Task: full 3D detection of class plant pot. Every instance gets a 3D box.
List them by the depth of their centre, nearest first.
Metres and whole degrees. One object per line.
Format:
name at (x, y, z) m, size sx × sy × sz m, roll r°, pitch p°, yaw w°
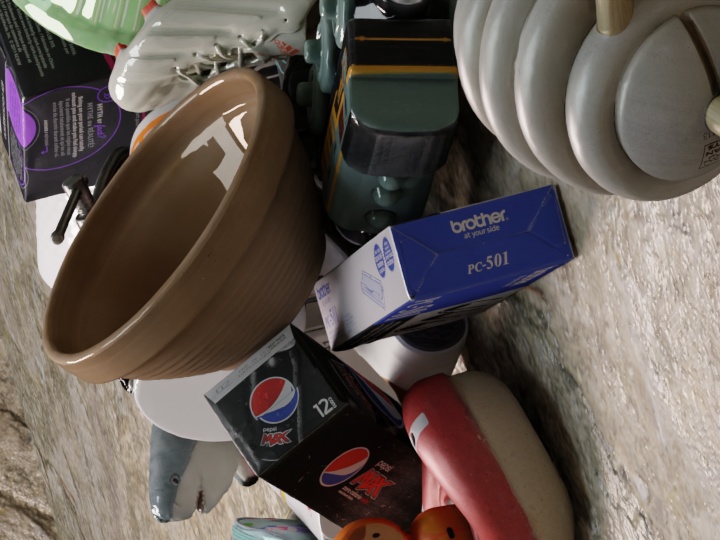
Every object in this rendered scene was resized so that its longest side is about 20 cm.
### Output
plant pot at (-0.085, -0.008, 1.675) m, size 0.093 × 0.201 × 0.201 m, roll 37°, pitch 179°, yaw -21°

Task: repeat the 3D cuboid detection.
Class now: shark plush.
shark plush at (-0.126, 0.068, 1.994) m, size 0.091 × 0.083 × 0.201 m, roll 121°, pitch 133°, yaw -74°

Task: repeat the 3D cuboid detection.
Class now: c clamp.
c clamp at (-0.138, 0.009, 1.892) m, size 0.201 × 0.027 × 0.171 m, roll 60°, pitch -157°, yaw -28°

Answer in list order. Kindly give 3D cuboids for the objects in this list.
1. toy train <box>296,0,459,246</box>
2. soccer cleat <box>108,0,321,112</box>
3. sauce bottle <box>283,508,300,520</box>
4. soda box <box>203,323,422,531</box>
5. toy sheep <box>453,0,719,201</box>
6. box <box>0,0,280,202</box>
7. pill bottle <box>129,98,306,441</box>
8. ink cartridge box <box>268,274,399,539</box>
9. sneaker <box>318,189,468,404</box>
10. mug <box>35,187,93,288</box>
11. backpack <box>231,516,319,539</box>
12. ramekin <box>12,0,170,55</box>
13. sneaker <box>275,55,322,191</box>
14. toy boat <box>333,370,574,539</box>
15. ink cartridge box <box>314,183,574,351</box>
toy train at (0.012, -0.089, 1.617) m, size 0.200 × 0.085 × 0.115 m, roll 108°, pitch 162°, yaw -65°
soccer cleat at (-0.063, -0.145, 1.715) m, size 0.078 × 0.200 × 0.069 m, roll 59°, pitch -161°, yaw 18°
sauce bottle at (-0.038, 0.209, 2.165) m, size 0.200 × 0.064 × 0.065 m, roll 125°, pitch 130°, yaw -70°
soda box at (-0.013, 0.100, 1.717) m, size 0.063 × 0.071 × 0.200 m, roll 54°, pitch -174°, yaw 26°
toy sheep at (0.106, -0.095, 1.217) m, size 0.200 × 0.137 × 0.139 m, roll -134°, pitch 33°, yaw -52°
box at (-0.145, -0.141, 1.968) m, size 0.123 × 0.199 × 0.106 m, roll 98°, pitch 154°, yaw -55°
pill bottle at (-0.090, -0.002, 1.823) m, size 0.114 × 0.113 × 0.201 m, roll 94°, pitch 176°, yaw -50°
ink cartridge box at (-0.025, 0.080, 1.951) m, size 0.200 × 0.085 × 0.148 m, roll -146°, pitch 44°, yaw -68°
sneaker at (0.000, 0.000, 1.803) m, size 0.085 × 0.072 × 0.201 m, roll 101°, pitch 151°, yaw -50°
mug at (-0.154, -0.072, 2.235) m, size 0.199 × 0.147 × 0.176 m, roll 24°, pitch 125°, yaw 34°
backpack at (-0.044, 0.243, 1.958) m, size 0.177 × 0.199 × 0.152 m, roll -170°, pitch 86°, yaw -75°
ramekin at (-0.139, -0.244, 1.878) m, size 0.098 × 0.199 × 0.201 m, roll 112°, pitch 142°, yaw -55°
sneaker at (-0.018, -0.139, 1.783) m, size 0.079 × 0.075 × 0.201 m, roll 96°, pitch 166°, yaw -79°
toy boat at (0.044, 0.154, 1.669) m, size 0.131 × 0.130 × 0.201 m, roll -121°, pitch 22°, yaw -47°
ink cartridge box at (0.041, 0.001, 1.609) m, size 0.200 × 0.094 × 0.044 m, roll 143°, pitch 112°, yaw -74°
